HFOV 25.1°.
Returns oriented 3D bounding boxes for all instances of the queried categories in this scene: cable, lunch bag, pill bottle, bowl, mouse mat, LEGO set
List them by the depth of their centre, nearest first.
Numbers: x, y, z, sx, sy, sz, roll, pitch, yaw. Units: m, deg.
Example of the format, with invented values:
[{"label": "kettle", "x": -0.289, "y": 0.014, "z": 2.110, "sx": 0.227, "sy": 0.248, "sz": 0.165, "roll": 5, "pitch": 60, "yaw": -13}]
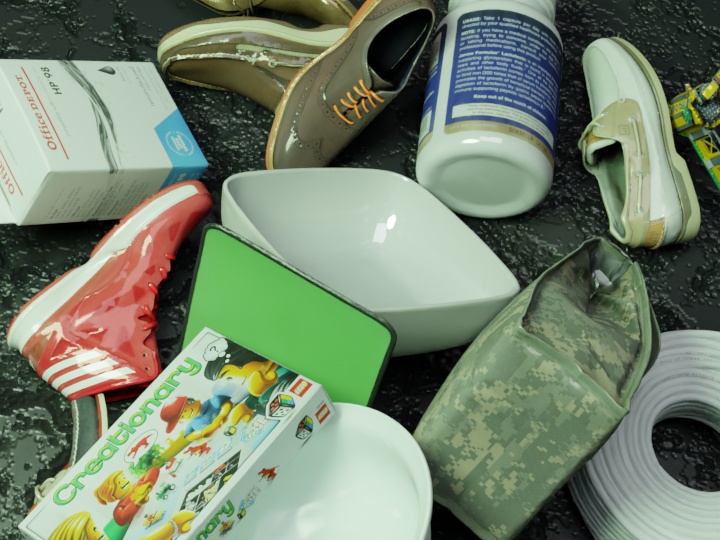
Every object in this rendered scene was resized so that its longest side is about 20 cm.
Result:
[{"label": "bowl", "x": -0.032, "y": 0.197, "z": 1.107, "sx": 0.199, "sy": 0.091, "sz": 0.202, "roll": -14, "pitch": 43, "yaw": 13}, {"label": "lunch bag", "x": 0.132, "y": 0.079, "z": 1.178, "sx": 0.117, "sy": 0.164, "sz": 0.200, "roll": 38, "pitch": 32, "yaw": 0}, {"label": "mouse mat", "x": -0.061, "y": 0.065, "z": 1.184, "sx": 0.160, "sy": 0.201, "sz": 0.008, "roll": 30, "pitch": 49, "yaw": 10}, {"label": "cable", "x": 0.259, "y": 0.144, "z": 1.245, "sx": 0.198, "sy": 0.069, "sz": 0.202, "roll": -10, "pitch": 63, "yaw": -11}, {"label": "bowl", "x": 0.000, "y": 0.000, "z": 1.252, "sx": 0.198, "sy": 0.075, "sz": 0.200, "roll": -5, "pitch": 37, "yaw": -35}, {"label": "LEGO set", "x": 0.370, "y": -0.136, "z": 1.362, "sx": 0.199, "sy": 0.116, "sz": 0.155, "roll": -24, "pitch": 90, "yaw": -24}, {"label": "pill bottle", "x": 0.113, "y": -0.156, "z": 1.369, "sx": 0.114, "sy": 0.116, "sz": 0.202, "roll": 9, "pitch": 61, "yaw": -1}]

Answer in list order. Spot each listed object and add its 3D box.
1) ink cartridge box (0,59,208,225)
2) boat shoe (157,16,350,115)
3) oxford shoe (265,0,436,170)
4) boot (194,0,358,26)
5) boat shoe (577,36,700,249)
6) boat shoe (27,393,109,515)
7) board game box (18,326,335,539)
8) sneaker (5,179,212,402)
[{"label": "ink cartridge box", "x": -0.233, "y": -0.103, "z": 1.280, "sx": 0.199, "sy": 0.067, "sz": 0.116, "roll": -6, "pitch": 58, "yaw": -46}, {"label": "boat shoe", "x": -0.073, "y": -0.169, "z": 1.383, "sx": 0.200, "sy": 0.075, "sz": 0.076, "roll": -2, "pitch": 67, "yaw": -7}, {"label": "oxford shoe", "x": -0.009, "y": -0.150, "z": 1.333, "sx": 0.071, "sy": 0.073, "sz": 0.201, "roll": 32, "pitch": 99, "yaw": -22}, {"label": "boot", "x": -0.088, "y": -0.247, "z": 1.436, "sx": 0.199, "sy": 0.074, "sz": 0.076, "roll": 30, "pitch": 81, "yaw": 15}, {"label": "boat shoe", "x": 0.224, "y": -0.113, "z": 1.380, "sx": 0.068, "sy": 0.075, "sz": 0.202, "roll": -9, "pitch": 63, "yaw": -17}, {"label": "boat shoe", "x": -0.212, "y": 0.185, "z": 1.178, "sx": 0.062, "sy": 0.071, "sz": 0.202, "roll": 0, "pitch": 65, "yaw": -3}, {"label": "board game box", "x": -0.126, "y": 0.137, "z": 1.119, "sx": 0.126, "sy": 0.035, "sz": 0.200, "roll": 22, "pitch": 60, "yaw": 39}, {"label": "sneaker", "x": -0.170, "y": 0.028, "z": 1.274, "sx": 0.200, "sy": 0.078, "sz": 0.116, "roll": -42, "pitch": 81, "yaw": -11}]
